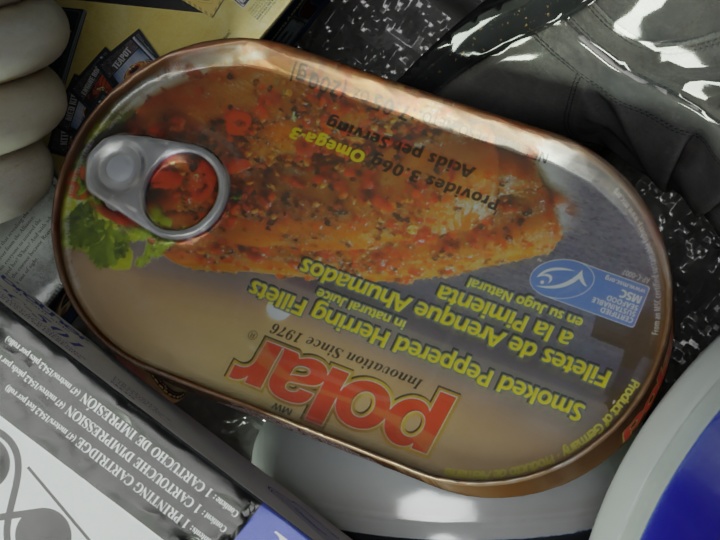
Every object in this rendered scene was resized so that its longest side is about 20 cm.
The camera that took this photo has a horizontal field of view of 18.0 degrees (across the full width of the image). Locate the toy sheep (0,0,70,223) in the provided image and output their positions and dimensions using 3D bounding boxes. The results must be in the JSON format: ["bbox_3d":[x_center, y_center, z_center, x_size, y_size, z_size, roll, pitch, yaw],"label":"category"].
[{"bbox_3d":[-0.156,-0.075,0.706,0.138,0.138,0.201,-1,108,14],"label":"toy sheep"}]

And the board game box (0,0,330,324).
[{"bbox_3d":[-0.101,-0.089,0.779,0.135,0.035,0.200,41,96,11],"label":"board game box"}]

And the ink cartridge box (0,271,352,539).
[{"bbox_3d":[-0.064,0.095,0.687,0.200,0.044,0.094,38,94,-3],"label":"ink cartridge box"}]

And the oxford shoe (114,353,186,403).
[{"bbox_3d":[-0.066,-0.051,0.819,0.075,0.070,0.201,-6,96,12],"label":"oxford shoe"}]

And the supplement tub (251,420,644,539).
[{"bbox_3d":[0.031,0.115,0.781,0.140,0.140,0.201,2,98,13],"label":"supplement tub"}]

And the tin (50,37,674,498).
[{"bbox_3d":[0.000,0.000,0.701,0.200,0.042,0.112,21,75,18],"label":"tin"}]

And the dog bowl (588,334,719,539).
[{"bbox_3d":[0.170,0.095,0.714,0.079,0.200,0.200,40,109,48],"label":"dog bowl"}]

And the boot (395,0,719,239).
[{"bbox_3d":[0.088,-0.042,0.721,0.132,0.070,0.200,47,144,-3],"label":"boot"}]
